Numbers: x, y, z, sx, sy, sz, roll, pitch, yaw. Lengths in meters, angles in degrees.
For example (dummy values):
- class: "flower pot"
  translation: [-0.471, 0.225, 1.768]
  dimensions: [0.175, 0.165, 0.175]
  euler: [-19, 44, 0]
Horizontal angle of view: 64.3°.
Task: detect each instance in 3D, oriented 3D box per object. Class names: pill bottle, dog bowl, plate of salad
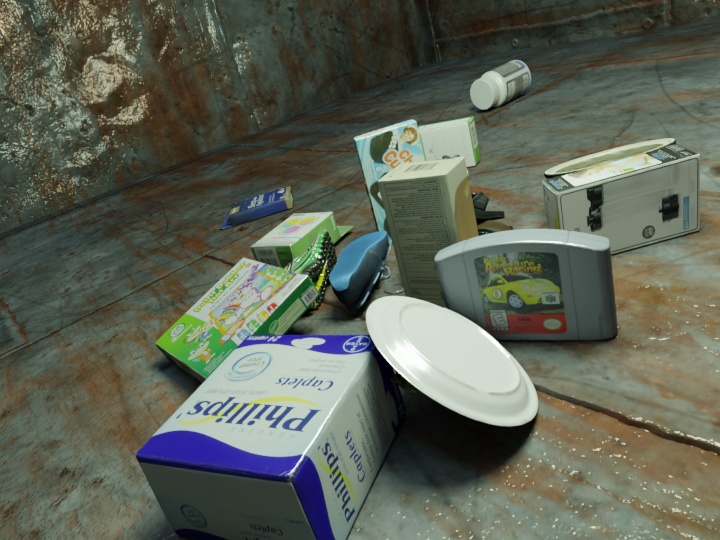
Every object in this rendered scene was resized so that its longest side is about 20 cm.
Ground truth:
- class: "pill bottle"
  translation: [0.454, -0.601, 1.861]
  dimensions: [0.198, 0.116, 0.113]
  euler: [-31, 27, -31]
- class: "dog bowl"
  translation: [0.402, -0.148, 0.920]
  dimensions: [0.196, 0.075, 0.200]
  euler: [-16, 10, 3]
- class: "plate of salad"
  translation: [0.091, 0.094, 0.594]
  dimensions: [0.197, 0.049, 0.201]
  euler: [23, 24, -11]

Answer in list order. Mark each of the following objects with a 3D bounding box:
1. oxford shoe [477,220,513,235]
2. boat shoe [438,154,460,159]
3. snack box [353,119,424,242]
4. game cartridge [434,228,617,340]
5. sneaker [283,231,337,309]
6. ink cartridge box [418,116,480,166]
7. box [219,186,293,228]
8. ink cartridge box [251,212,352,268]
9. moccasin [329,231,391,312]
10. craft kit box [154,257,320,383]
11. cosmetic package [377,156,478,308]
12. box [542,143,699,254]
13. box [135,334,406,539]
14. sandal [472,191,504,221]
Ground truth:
- class: "oxford shoe"
  translation: [0.212, -0.043, 0.864]
  dimensions: [0.083, 0.074, 0.200]
  euler: [-20, 24, -19]
- class: "boat shoe"
  translation: [0.212, -0.223, 1.261]
  dimensions: [0.056, 0.068, 0.201]
  euler: [-19, 20, 6]
- class: "snack box"
  translation: [0.067, -0.159, 1.049]
  dimensions: [0.114, 0.203, 0.037]
  euler: [-18, 21, -3]
- class: "game cartridge"
  translation: [0.188, 0.019, 0.667]
  dimensions: [0.197, 0.135, 0.041]
  euler: [-4, 25, 28]
- class: "sneaker"
  translation: [-0.094, -0.004, 0.975]
  dimensions: [0.084, 0.079, 0.201]
  euler: [-8, 26, 21]
- class: "ink cartridge box"
  translation: [0.186, -0.302, 1.401]
  dimensions: [0.197, 0.105, 0.059]
  euler: [-3, 26, 29]
- class: "box"
  translation: [-0.276, -0.167, 1.511]
  dimensions: [0.196, 0.033, 0.122]
  euler: [-18, 24, 1]
- class: "ink cartridge box"
  translation: [-0.110, -0.068, 1.126]
  dimensions: [0.102, 0.060, 0.200]
  euler: [1, 30, 34]
- class: "moccasin"
  translation: [0.000, 0.000, 0.921]
  dimensions: [0.079, 0.069, 0.200]
  euler: [-12, 22, 30]
- class: "craft kit box"
  translation: [-0.186, 0.073, 0.852]
  dimensions: [0.196, 0.049, 0.200]
  euler: [9, 50, 51]
- class: "cosmetic package"
  translation: [0.102, -0.041, 0.770]
  dimensions: [0.104, 0.203, 0.071]
  euler: [2, 28, 34]
- class: "box"
  translation: [0.367, -0.091, 0.810]
  dimensions: [0.196, 0.118, 0.060]
  euler: [-14, 25, 3]
- class: "box"
  translation: [-0.078, 0.161, 0.571]
  dimensions: [0.181, 0.107, 0.200]
  euler: [-4, 27, 28]
- class: "sandal"
  translation: [0.169, -0.104, 0.906]
  dimensions: [0.074, 0.049, 0.199]
  euler: [1, 1, 40]
